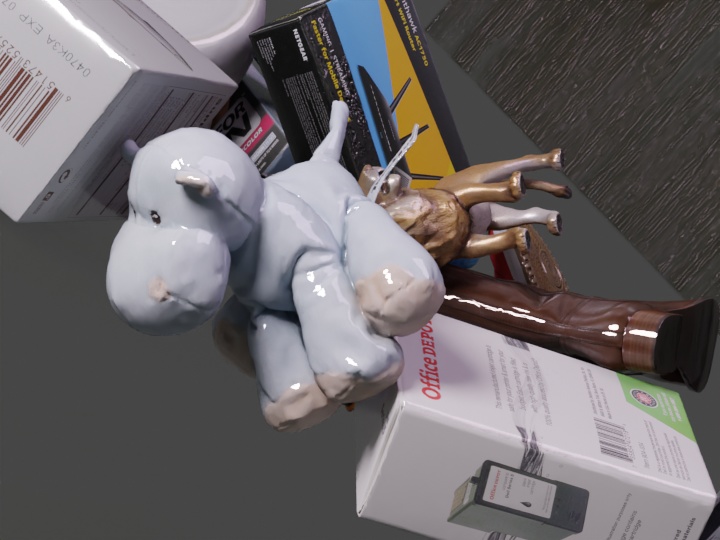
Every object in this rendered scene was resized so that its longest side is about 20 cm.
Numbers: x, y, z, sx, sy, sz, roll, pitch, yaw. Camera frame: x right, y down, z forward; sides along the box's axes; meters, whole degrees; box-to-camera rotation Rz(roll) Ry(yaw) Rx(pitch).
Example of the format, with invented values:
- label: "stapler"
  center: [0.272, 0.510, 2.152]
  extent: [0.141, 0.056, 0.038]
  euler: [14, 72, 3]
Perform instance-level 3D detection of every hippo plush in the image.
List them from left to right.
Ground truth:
- label: "hippo plush"
  center: [-0.054, -0.016, 1.185]
  extent: [0.161, 0.200, 0.159]
  euler: [22, -1, -41]

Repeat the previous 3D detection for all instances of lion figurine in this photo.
- label: "lion figurine"
  center: [0.065, -0.040, 1.397]
  extent: [0.200, 0.122, 0.073]
  euler: [-9, 91, -69]

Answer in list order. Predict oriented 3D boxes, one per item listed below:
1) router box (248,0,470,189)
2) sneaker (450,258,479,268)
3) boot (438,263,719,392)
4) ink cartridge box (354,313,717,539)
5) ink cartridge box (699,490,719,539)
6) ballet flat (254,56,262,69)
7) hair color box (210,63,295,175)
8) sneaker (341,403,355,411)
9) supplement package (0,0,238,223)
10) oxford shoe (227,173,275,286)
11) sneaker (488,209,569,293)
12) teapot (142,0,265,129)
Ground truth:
- label: "router box"
  center: [0.009, -0.097, 1.457]
  extent: [0.149, 0.051, 0.200]
  euler: [-36, 110, -54]
- label: "sneaker"
  center: [0.036, -0.081, 1.659]
  extent: [0.200, 0.081, 0.076]
  euler: [49, 7, 31]
- label: "boot"
  center: [0.134, 0.032, 1.418]
  extent: [0.200, 0.064, 0.186]
  euler: [10, -3, 25]
- label: "ink cartridge box"
  center: [0.100, 0.110, 1.267]
  extent: [0.200, 0.084, 0.146]
  euler: [18, 22, -8]
- label: "ink cartridge box"
  center: [0.299, 0.210, 1.477]
  extent: [0.084, 0.200, 0.145]
  euler: [39, 11, -16]
- label: "ballet flat"
  center: [-0.009, -0.115, 1.539]
  extent: [0.071, 0.065, 0.200]
  euler: [53, 0, 45]
- label: "hair color box"
  center: [-0.105, -0.098, 1.523]
  extent: [0.061, 0.099, 0.200]
  euler: [32, 15, -43]
- label: "sneaker"
  center: [-0.009, 0.057, 1.360]
  extent: [0.200, 0.078, 0.077]
  euler: [41, 36, -27]
- label: "supplement package"
  center: [-0.176, -0.108, 1.252]
  extent: [0.117, 0.117, 0.200]
  euler: [40, 10, 8]
- label: "oxford shoe"
  center: [-0.061, -0.017, 1.407]
  extent: [0.073, 0.084, 0.200]
  euler: [46, 10, 32]
- label: "sneaker"
  center: [0.109, 0.063, 1.541]
  extent: [0.071, 0.112, 0.200]
  euler: [-11, 79, -62]
- label: "teapot"
  center: [-0.170, -0.168, 1.464]
  extent: [0.197, 0.146, 0.200]
  euler: [21, 47, -4]
